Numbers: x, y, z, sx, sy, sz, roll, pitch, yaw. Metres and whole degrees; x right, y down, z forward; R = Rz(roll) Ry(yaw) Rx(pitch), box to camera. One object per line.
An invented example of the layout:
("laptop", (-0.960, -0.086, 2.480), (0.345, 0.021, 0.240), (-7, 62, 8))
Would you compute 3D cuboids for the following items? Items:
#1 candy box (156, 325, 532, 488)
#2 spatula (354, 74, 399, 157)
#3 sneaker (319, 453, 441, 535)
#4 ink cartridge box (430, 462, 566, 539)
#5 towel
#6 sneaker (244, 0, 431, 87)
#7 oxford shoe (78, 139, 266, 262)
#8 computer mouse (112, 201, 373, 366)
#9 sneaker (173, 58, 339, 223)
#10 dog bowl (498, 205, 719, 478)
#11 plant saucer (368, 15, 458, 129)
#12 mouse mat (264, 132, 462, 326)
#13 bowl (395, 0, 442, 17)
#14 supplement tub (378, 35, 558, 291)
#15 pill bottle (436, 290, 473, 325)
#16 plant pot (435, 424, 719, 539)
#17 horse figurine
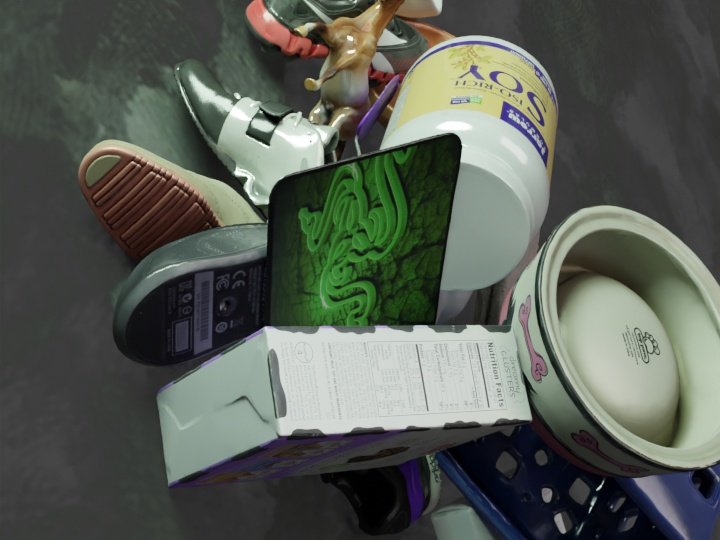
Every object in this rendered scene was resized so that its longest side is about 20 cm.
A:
("candy box", (-0.013, 0.093, 0.786), (0.199, 0.168, 0.072), (1, 71, -34))
("spatula", (-0.007, -0.078, 0.994), (0.057, 0.020, 0.201), (94, 15, -80))
("sneaker", (-0.002, 0.120, 0.924), (0.099, 0.069, 0.201), (-24, 92, -53))
("ink cartridge box", (0.150, 0.296, 1.068), (0.162, 0.057, 0.201), (-11, 87, -56))
("towel", (0.137, 0.030, 1.105), (0.133, 0.034, 0.201), (-56, 157, -51))
("sneaker", (-0.002, -0.228, 1.043), (0.200, 0.098, 0.071), (9, 41, -37))
("oxford shoe", (-0.130, -0.041, 0.847), (0.200, 0.071, 0.074), (41, 22, -43))
("computer mouse", (-0.091, 0.012, 0.825), (0.199, 0.139, 0.053), (-12, 40, -32))
("sneaker", (-0.065, -0.099, 0.901), (0.200, 0.088, 0.074), (52, 6, 7))
("dog bowl", (0.186, 0.058, 0.830), (0.199, 0.074, 0.201), (17, 56, -26))
("plant saucer", (0.070, -0.179, 1.152), (0.199, 0.038, 0.201), (19, 40, -17))
("mouse mat", (0.000, 0.000, 0.844), (0.160, 0.008, 0.201), (-18, 131, -28))
("bowl", (0.023, -0.373, 1.181), (0.200, 0.074, 0.201), (60, 23, -45))
("supplement tub", (0.088, -0.091, 0.958), (0.146, 0.145, 0.200), (52, 31, -24))
("pill bottle", (0.065, -0.017, 1.061), (0.105, 0.104, 0.200), (58, 35, -16))
("plant pot", (0.197, 0.128, 0.971), (0.200, 0.200, 0.180), (48, 56, -4))
("horse figurine", (-0.021, -0.154, 0.993), (0.132, 0.050, 0.201), (-40, 150, -48))
